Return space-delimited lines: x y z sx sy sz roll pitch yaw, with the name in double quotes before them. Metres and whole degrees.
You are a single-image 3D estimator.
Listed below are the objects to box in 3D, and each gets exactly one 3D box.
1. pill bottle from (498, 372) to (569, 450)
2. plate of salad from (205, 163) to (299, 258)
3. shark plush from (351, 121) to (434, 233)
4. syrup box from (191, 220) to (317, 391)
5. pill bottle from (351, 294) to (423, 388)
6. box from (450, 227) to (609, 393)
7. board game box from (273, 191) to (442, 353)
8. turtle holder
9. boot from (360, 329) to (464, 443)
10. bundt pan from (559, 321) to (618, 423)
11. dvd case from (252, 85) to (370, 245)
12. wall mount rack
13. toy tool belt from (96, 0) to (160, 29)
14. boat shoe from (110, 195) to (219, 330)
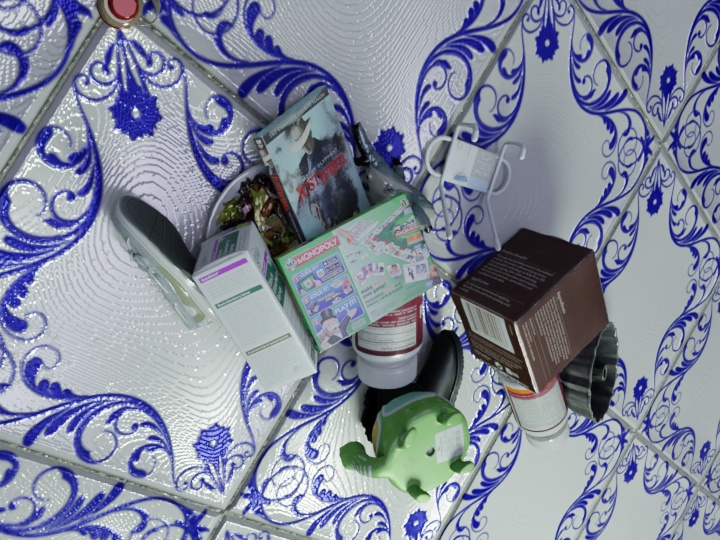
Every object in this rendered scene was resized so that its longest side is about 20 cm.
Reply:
"pill bottle" 0.343 0.249 1.223 0.109 0.109 0.203 -37 123 -17
"plate of salad" -0.113 -0.043 0.855 0.196 0.048 0.206 -12 112 -30
"shark plush" 0.041 -0.131 0.942 0.200 0.090 0.084 43 57 -19
"syrup box" -0.130 0.048 0.811 0.080 0.079 0.203 -21 120 7
"pill bottle" 0.040 0.066 0.954 0.112 0.113 0.206 -13 113 -29
"box" 0.296 0.064 1.093 0.198 0.165 0.167 -37 122 -17
"board game box" 0.000 0.000 0.839 0.197 0.029 0.137 -27 100 -15
"turtle holder" 0.072 0.267 0.958 0.185 0.131 0.142 -43 117 -9
"boot" 0.086 0.201 1.062 0.158 0.073 0.204 2 103 -28
"bundt pan" 0.464 0.201 1.285 0.200 0.074 0.208 -14 108 -52
"dvd case" -0.057 -0.123 0.852 0.146 0.022 0.204 -47 127 -38
"wall mount rack" 0.187 -0.134 1.010 0.196 0.074 0.178 10 100 -35
"toy tool belt" -0.236 -0.349 0.622 0.122 0.122 0.206 -7 110 -31
"boat shoe" -0.239 -0.002 0.770 0.064 0.075 0.203 -27 131 8
